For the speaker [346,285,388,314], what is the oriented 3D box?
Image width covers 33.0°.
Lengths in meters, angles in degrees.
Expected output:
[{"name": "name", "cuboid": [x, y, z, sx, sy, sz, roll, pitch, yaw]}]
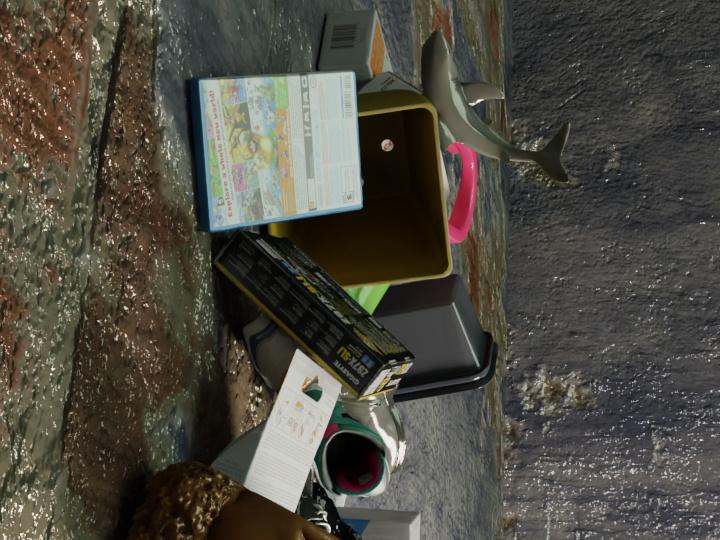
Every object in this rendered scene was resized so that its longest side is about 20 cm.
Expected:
[{"name": "speaker", "cuboid": [0.000, 0.000, 1.492, 0.201, 0.087, 0.089, -57, 148, -32]}]

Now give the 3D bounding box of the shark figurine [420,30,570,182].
[{"name": "shark figurine", "cuboid": [0.127, -0.152, 1.359, 0.128, 0.214, 0.090, -44, -168, 47]}]

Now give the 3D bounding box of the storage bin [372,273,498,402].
[{"name": "storage bin", "cuboid": [0.084, 0.087, 1.735, 0.146, 0.197, 0.136, -68, 144, -57]}]

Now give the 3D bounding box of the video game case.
[{"name": "video game case", "cuboid": [-0.079, -0.122, 1.205, 0.198, 0.018, 0.145, -11, 102, -42]}]

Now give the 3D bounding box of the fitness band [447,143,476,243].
[{"name": "fitness band", "cuboid": [0.114, -0.112, 1.593, 0.200, 0.037, 0.146, 22, 75, -71]}]

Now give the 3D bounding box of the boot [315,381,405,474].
[{"name": "boot", "cuboid": [-0.018, 0.178, 1.474, 0.068, 0.129, 0.202, 40, -37, 50]}]

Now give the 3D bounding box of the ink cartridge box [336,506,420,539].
[{"name": "ink cartridge box", "cuboid": [0.014, 0.410, 1.548, 0.067, 0.114, 0.203, -10, 101, -78]}]

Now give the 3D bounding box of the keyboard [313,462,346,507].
[{"name": "keyboard", "cuboid": [-0.044, 0.249, 1.547, 0.201, 0.011, 0.057, 73, 21, -47]}]

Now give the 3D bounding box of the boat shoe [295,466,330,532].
[{"name": "boat shoe", "cuboid": [-0.065, 0.284, 1.327, 0.073, 0.070, 0.202, 73, 18, -45]}]

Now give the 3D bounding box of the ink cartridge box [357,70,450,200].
[{"name": "ink cartridge box", "cuboid": [0.031, -0.137, 1.607, 0.144, 0.083, 0.201, -43, 143, -19]}]

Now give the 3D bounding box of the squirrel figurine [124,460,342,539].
[{"name": "squirrel figurine", "cuboid": [-0.128, 0.269, 0.998, 0.199, 0.141, 0.188, 35, 75, -26]}]

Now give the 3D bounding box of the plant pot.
[{"name": "plant pot", "cuboid": [-0.007, -0.109, 1.394, 0.177, 0.197, 0.203, -91, 173, -66]}]

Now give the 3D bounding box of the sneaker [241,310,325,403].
[{"name": "sneaker", "cuboid": [-0.082, 0.086, 1.279, 0.088, 0.075, 0.200, 50, -12, 7]}]

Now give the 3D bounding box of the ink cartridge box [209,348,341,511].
[{"name": "ink cartridge box", "cuboid": [-0.091, 0.183, 1.177, 0.163, 0.056, 0.203, 50, 55, -67]}]

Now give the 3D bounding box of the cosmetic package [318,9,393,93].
[{"name": "cosmetic package", "cuboid": [0.003, -0.247, 1.661, 0.201, 0.070, 0.103, 70, 23, -54]}]

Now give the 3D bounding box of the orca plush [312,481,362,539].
[{"name": "orca plush", "cuboid": [-0.034, 0.336, 1.452, 0.105, 0.070, 0.203, -52, 139, -69]}]

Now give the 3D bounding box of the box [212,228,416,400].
[{"name": "box", "cuboid": [-0.042, 0.043, 1.237, 0.049, 0.200, 0.160, -49, 169, 10]}]

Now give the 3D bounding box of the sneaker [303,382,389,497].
[{"name": "sneaker", "cuboid": [-0.004, 0.221, 1.391, 0.200, 0.083, 0.121, 51, -3, -38]}]
